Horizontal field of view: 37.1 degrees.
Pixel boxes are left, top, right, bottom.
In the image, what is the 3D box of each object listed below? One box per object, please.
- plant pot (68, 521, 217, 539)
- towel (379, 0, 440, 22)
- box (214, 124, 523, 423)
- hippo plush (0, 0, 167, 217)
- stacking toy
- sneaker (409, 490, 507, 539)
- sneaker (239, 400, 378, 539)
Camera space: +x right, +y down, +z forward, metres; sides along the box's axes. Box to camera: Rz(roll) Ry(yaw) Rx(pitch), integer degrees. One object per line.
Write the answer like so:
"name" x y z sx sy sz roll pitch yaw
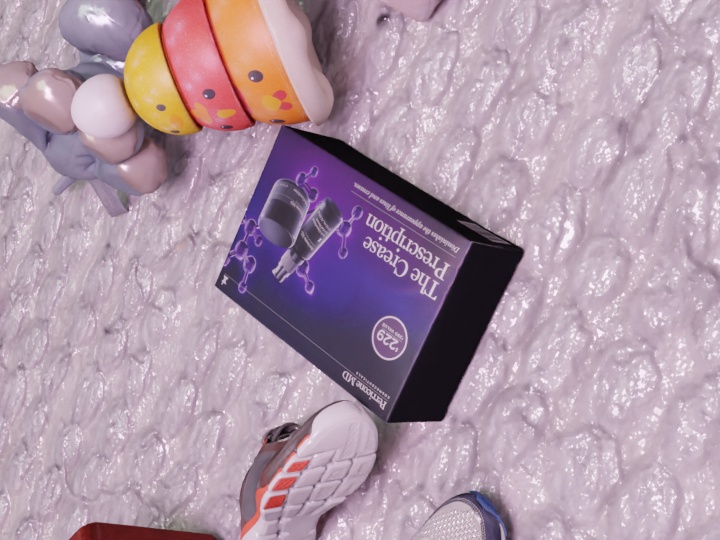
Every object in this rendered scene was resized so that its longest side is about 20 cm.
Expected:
"plant pot" -0.177 0.312 0.833 0.200 0.198 0.178 -44 49 25
"towel" 0.000 -0.281 0.732 0.033 0.189 0.200 -65 4 -31
"box" 0.000 0.000 0.796 0.199 0.078 0.143 34 107 35
"hippo plush" -0.215 -0.160 0.957 0.157 0.201 0.163 19 70 19
"stacking toy" -0.131 -0.151 0.834 0.197 0.146 0.148 -22 70 6
"sneaker" 0.029 0.240 0.739 0.077 0.085 0.202 41 108 33
"sneaker" -0.054 0.143 0.797 0.201 0.076 0.083 -57 41 41
